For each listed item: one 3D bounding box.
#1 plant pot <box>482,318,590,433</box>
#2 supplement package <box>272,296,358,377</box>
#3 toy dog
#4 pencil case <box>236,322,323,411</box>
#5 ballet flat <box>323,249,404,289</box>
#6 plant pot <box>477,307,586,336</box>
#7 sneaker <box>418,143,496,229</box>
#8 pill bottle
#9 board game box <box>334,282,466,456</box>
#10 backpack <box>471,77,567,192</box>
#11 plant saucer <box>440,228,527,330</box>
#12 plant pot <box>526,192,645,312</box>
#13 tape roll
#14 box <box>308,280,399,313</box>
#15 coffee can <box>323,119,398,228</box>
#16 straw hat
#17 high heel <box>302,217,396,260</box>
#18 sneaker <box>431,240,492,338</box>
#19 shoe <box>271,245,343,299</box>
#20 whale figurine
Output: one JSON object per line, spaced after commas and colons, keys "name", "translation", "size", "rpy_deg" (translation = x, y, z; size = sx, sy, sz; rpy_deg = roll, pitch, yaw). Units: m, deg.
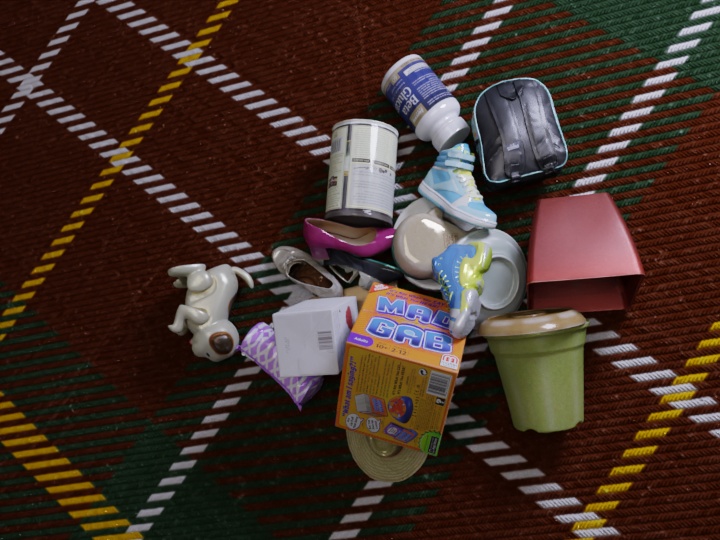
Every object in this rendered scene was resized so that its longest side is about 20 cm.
{"name": "plant pot", "translation": [0.338, 0.196, 1.251], "size": [0.197, 0.200, 0.187], "rpy_deg": [-8, 90, 12]}
{"name": "supplement package", "translation": [-0.078, 0.125, 1.312], "size": [0.118, 0.200, 0.123], "rpy_deg": [-6, 94, 13]}
{"name": "toy dog", "translation": [-0.323, 0.098, 1.459], "size": [0.191, 0.140, 0.203], "rpy_deg": [-7, 76, -19]}
{"name": "pencil case", "translation": [-0.169, 0.197, 1.414], "size": [0.199, 0.084, 0.085], "rpy_deg": [37, 56, 18]}
{"name": "ballet flat", "translation": [0.000, 0.000, 1.412], "size": [0.198, 0.073, 0.074], "rpy_deg": [22, 86, 28]}
{"name": "plant pot", "translation": [0.311, 0.091, 1.228], "size": [0.197, 0.200, 0.028], "rpy_deg": [-8, 89, 12]}
{"name": "sneaker", "translation": [0.206, -0.172, 1.312], "size": [0.199, 0.079, 0.132], "rpy_deg": [38, 111, 37]}
{"name": "pill bottle", "translation": [0.141, -0.347, 1.419], "size": [0.111, 0.111, 0.201], "rpy_deg": [-38, 74, 5]}
{"name": "board game box", "translation": [0.081, 0.178, 1.246], "size": [0.197, 0.201, 0.203], "rpy_deg": [14, 123, 9]}
{"name": "backpack", "translation": [0.310, -0.272, 1.343], "size": [0.173, 0.153, 0.203], "rpy_deg": [-14, 88, 9]}
{"name": "plant saucer", "translation": [0.253, 0.020, 1.304], "size": [0.197, 0.050, 0.204], "rpy_deg": [-2, 96, -22]}
{"name": "plant pot", "translation": [0.409, -0.034, 1.267], "size": [0.197, 0.200, 0.179], "rpy_deg": [-4, 69, 13]}
{"name": "tape roll", "translation": [0.162, -0.057, 1.403], "size": [0.199, 0.037, 0.206], "rpy_deg": [-2, 80, 13]}
{"name": "box", "translation": [-0.002, 0.115, 1.420], "size": [0.197, 0.021, 0.166], "rpy_deg": [-15, 77, 11]}
{"name": "coffee can", "translation": [0.003, -0.195, 1.408], "size": [0.144, 0.146, 0.204], "rpy_deg": [3, 81, 14]}
{"name": "straw hat", "translation": [0.050, 0.323, 1.339], "size": [0.198, 0.085, 0.205], "rpy_deg": [-2, 80, 14]}
{"name": "high heel", "translation": [-0.017, -0.078, 1.367], "size": [0.197, 0.097, 0.068], "rpy_deg": [-13, 42, 0]}
{"name": "sneaker", "translation": [0.170, 0.031, 1.216], "size": [0.104, 0.076, 0.202], "rpy_deg": [9, 54, 23]}
{"name": "shoe", "translation": [-0.119, -0.001, 1.444], "size": [0.199, 0.053, 0.070], "rpy_deg": [31, 84, 26]}
{"name": "whale figurine", "translation": [0.157, -0.046, 1.346], "size": [0.197, 0.104, 0.162], "rpy_deg": [-4, 77, -12]}
